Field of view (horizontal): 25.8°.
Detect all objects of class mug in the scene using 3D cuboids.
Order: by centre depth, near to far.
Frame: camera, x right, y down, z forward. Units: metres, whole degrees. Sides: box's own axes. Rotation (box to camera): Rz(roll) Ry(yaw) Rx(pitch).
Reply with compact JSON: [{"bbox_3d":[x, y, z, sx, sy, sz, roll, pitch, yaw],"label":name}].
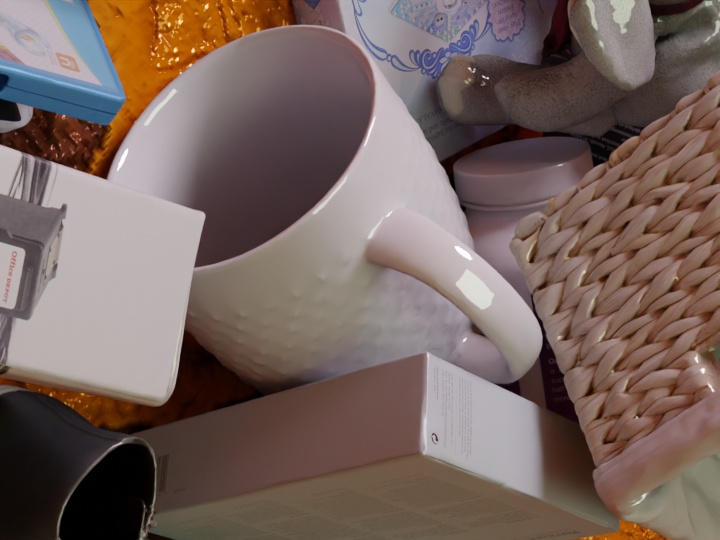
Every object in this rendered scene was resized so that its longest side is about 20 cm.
[{"bbox_3d":[0.000,0.000,0.751,0.148,0.199,0.176,-55,135,-18],"label":"mug"}]

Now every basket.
[{"bbox_3d":[0.211,0.021,0.742,0.199,0.198,0.162,27,34,-45],"label":"basket"}]

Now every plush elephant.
[{"bbox_3d":[0.137,-0.150,0.790,0.165,0.199,0.156,-41,139,-23],"label":"plush elephant"}]

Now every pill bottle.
[{"bbox_3d":[0.105,0.032,0.885,0.112,0.112,0.202,-24,112,-39],"label":"pill bottle"}]

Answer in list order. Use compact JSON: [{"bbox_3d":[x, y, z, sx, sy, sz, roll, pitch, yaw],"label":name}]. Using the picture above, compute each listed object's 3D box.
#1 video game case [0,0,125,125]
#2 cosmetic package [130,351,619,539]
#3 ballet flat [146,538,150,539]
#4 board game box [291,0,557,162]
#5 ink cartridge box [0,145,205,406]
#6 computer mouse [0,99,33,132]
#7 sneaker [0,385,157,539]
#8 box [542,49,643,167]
[{"bbox_3d":[-0.193,-0.130,0.602,0.199,0.144,0.018,12,130,-43],"label":"video game case"},{"bbox_3d":[0.003,0.103,0.767,0.150,0.199,0.052,29,55,-41],"label":"cosmetic package"},{"bbox_3d":[-0.074,0.199,0.798,0.200,0.074,0.075,43,67,-39],"label":"ballet flat"},{"bbox_3d":[0.045,-0.173,0.874,0.199,0.043,0.201,-30,115,-37],"label":"board game box"},{"bbox_3d":[-0.182,-0.011,0.611,0.199,0.144,0.084,18,81,-43],"label":"ink cartridge box"},{"bbox_3d":[-0.204,-0.109,0.619,0.199,0.110,0.044,13,126,-50],"label":"computer mouse"},{"bbox_3d":[-0.164,0.150,0.678,0.075,0.106,0.202,29,76,-42],"label":"sneaker"},{"bbox_3d":[0.181,-0.037,0.952,0.122,0.106,0.202,-23,127,-38],"label":"box"}]
